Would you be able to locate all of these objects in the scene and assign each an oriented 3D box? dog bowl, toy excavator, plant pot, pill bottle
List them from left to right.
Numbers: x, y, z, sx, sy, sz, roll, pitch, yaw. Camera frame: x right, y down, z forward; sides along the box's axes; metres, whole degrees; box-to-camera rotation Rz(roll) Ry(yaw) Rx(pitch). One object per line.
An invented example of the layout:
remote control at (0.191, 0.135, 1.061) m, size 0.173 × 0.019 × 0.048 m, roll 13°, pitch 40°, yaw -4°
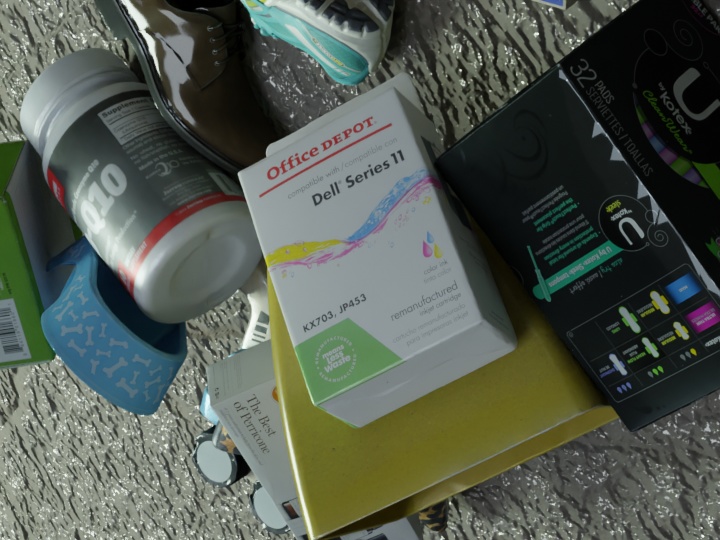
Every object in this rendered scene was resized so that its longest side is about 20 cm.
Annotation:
dog bowl at (-0.181, 0.031, 1.325) m, size 0.111 × 0.200 × 0.050 m, roll 38°, pitch 105°, yaw -21°
pill bottle at (-0.168, -0.067, 1.315) m, size 0.200 × 0.113 × 0.114 m, roll 49°, pitch 142°, yaw 28°
toy excavator at (-0.071, 0.073, 1.382) m, size 0.194 × 0.100 × 0.202 m, roll 33°, pitch 123°, yaw 24°
plant pot at (0.049, 0.048, 1.137) m, size 0.199 × 0.200 × 0.178 m, roll -27°, pitch 78°, yaw 15°

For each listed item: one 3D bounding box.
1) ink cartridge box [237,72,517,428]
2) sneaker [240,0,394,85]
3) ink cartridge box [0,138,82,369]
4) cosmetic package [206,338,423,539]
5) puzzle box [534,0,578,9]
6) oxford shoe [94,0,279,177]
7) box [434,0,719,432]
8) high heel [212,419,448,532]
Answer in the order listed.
ink cartridge box at (0.002, -0.025, 1.041) m, size 0.116 × 0.067 × 0.202 m, roll -27°, pitch 64°, yaw 15°
sneaker at (-0.066, -0.196, 1.188) m, size 0.200 × 0.077 × 0.080 m, roll 39°, pitch 147°, yaw 15°
ink cartridge box at (-0.283, -0.036, 1.401) m, size 0.075 × 0.201 × 0.149 m, roll -8°, pitch 120°, yaw 4°
cosmetic package at (-0.030, 0.137, 1.253) m, size 0.082 × 0.051 × 0.201 m, roll -25°, pitch 124°, yaw 7°
puzzle box at (0.051, -0.248, 1.074) m, size 0.199 × 0.025 × 0.134 m, roll 22°, pitch 131°, yaw 31°
oxford shoe at (-0.112, -0.154, 1.262) m, size 0.084 × 0.073 × 0.201 m, roll -26°, pitch 104°, yaw 36°
box at (0.172, -0.039, 1.018) m, size 0.201 × 0.148 × 0.124 m, roll 53°, pitch 138°, yaw -1°
high heel at (-0.019, 0.148, 1.327) m, size 0.201 × 0.142 × 0.071 m, roll 63°, pitch 174°, yaw -27°
